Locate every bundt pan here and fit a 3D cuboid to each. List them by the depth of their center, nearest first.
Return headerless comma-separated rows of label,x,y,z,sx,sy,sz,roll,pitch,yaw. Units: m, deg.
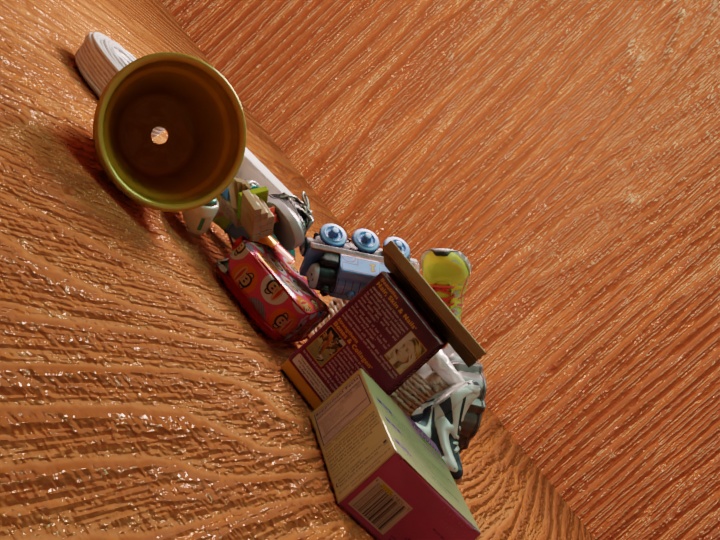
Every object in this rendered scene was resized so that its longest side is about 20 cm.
bundt pan,0.133,0.229,1.767,0.075,0.204,0.203,16,22,-28

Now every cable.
cable,-0.403,-0.316,1.702,0.200,0.069,0.201,44,9,-39

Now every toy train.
toy train,0.000,0.000,1.542,0.196,0.087,0.116,11,47,-15

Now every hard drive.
hard drive,-0.215,-0.153,1.834,0.200,0.130,0.027,44,42,-40

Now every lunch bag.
lunch bag,-0.136,0.021,1.503,0.177,0.082,0.200,50,6,10

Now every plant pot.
plant pot,-0.269,-0.188,1.368,0.201,0.201,0.189,47,-8,-17

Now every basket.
basket,0.037,0.139,1.673,0.198,0.160,0.201,44,8,-40

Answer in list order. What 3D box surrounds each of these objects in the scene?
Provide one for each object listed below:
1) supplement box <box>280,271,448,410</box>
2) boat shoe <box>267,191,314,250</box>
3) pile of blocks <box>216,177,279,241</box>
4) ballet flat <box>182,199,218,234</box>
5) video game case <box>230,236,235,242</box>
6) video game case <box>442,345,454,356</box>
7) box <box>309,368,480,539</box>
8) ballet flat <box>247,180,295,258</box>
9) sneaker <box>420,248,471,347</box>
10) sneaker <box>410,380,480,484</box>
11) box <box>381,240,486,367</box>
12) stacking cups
supplement box,0.007,0.117,1.396,0.132,0.199,0.103,50,6,9
boat shoe,-0.108,-0.083,1.551,0.199,0.067,0.075,-152,-134,-70
pile of blocks,-0.173,-0.110,1.518,0.199,0.061,0.084,29,-51,55
ballet flat,-0.259,-0.117,1.507,0.069,0.069,0.201,45,8,-34
video game case,-0.154,0.007,1.751,0.200,0.022,0.183,47,6,-30
video game case,0.078,0.049,1.704,0.143,0.018,0.201,45,7,-44
box,0.039,0.255,1.267,0.176,0.096,0.201,46,7,-26
ballet flat,-0.173,-0.082,1.720,0.070,0.069,0.201,55,-6,47
sneaker,0.127,0.047,1.525,0.202,0.076,0.092,81,17,-50
sneaker,0.136,0.271,1.574,0.079,0.198,0.131,-25,-83,55
box,0.101,0.051,1.415,0.201,0.021,0.164,50,-3,8
stacking cups,-0.189,-0.072,1.629,0.199,0.061,0.061,39,6,-3
